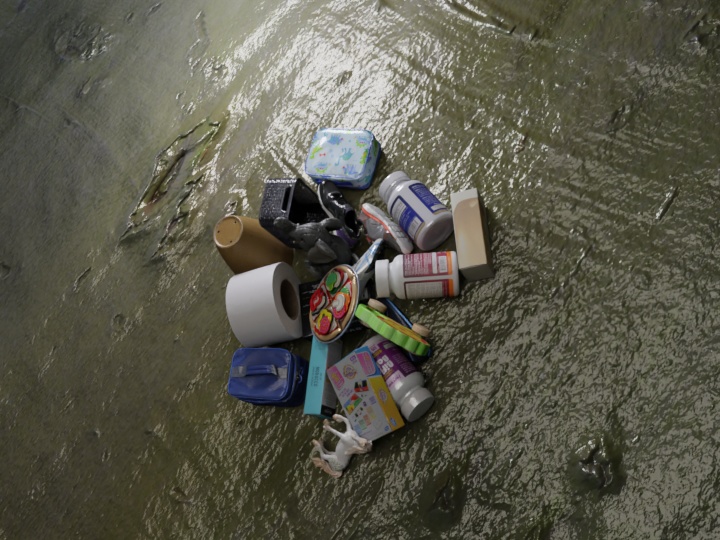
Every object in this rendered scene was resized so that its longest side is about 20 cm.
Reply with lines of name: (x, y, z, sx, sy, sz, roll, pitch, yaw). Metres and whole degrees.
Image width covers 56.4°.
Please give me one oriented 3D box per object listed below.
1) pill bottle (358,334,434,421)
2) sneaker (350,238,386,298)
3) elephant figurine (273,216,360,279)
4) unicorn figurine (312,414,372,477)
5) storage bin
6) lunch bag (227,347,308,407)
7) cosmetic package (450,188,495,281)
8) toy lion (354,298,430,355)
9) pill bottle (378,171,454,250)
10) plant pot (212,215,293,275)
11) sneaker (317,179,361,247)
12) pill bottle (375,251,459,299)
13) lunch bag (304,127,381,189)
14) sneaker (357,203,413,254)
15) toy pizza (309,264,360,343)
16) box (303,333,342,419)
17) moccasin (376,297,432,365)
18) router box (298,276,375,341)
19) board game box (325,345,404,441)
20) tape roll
pill bottle: (0.081, 0.257, 1.595, 0.112, 0.112, 0.200, -46, 60, 2)
sneaker: (0.000, 0.000, 1.691, 0.072, 0.072, 0.201, 27, 77, 25)
elephant figurine: (-0.104, -0.070, 1.692, 0.154, 0.200, 0.142, -32, 63, -6)
unicorn figurine: (-0.040, 0.413, 1.593, 0.137, 0.074, 0.201, 38, 131, 25)
storage bin: (-0.177, -0.151, 1.804, 0.093, 0.200, 0.137, 3, 72, 24)
lunch bag: (-0.232, 0.272, 1.712, 0.198, 0.132, 0.138, -4, 71, 23)
cosmetic package: (0.274, -0.086, 1.643, 0.070, 0.105, 0.202, -12, 69, 19)
toy lion: (0.071, 0.133, 1.526, 0.199, 0.191, 0.069, 29, 93, 19)
pill bottle: (0.139, -0.159, 1.718, 0.120, 0.120, 0.200, -41, 61, 4)
plant pot: (-0.311, -0.070, 1.835, 0.184, 0.200, 0.189, -9, 67, 21)
sneaker: (-0.046, -0.164, 1.796, 0.088, 0.075, 0.202, -40, 69, 56)
pill bottle: (0.139, 0.014, 1.638, 0.197, 0.110, 0.111, -4, 69, 7)
lunch bag: (-0.052, -0.311, 1.878, 0.198, 0.082, 0.163, 7, 73, 25)
sneaker: (0.061, -0.092, 1.767, 0.200, 0.077, 0.082, 48, 113, 35)
toy pizza: (-0.072, 0.079, 1.647, 0.199, 0.031, 0.202, -31, 49, 43)
box: (-0.092, 0.265, 1.685, 0.049, 0.082, 0.202, -2, 70, 24)
moccasin: (0.093, 0.144, 1.650, 0.068, 0.080, 0.200, -42, 60, 5)
router box: (-0.059, 0.090, 1.745, 0.198, 0.051, 0.151, -13, 67, 15)
board game box: (0.008, 0.296, 1.576, 0.153, 0.040, 0.202, -40, 72, 50)
tape roll: (-0.241, 0.092, 1.744, 0.138, 0.203, 0.205, -14, 66, 17)
